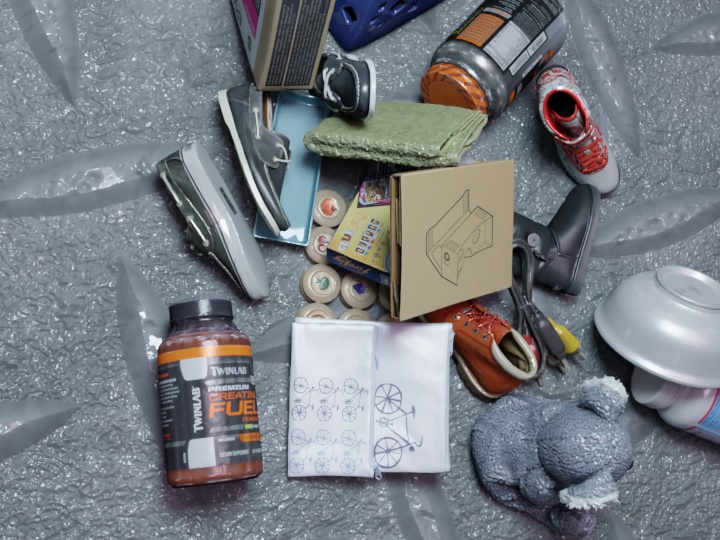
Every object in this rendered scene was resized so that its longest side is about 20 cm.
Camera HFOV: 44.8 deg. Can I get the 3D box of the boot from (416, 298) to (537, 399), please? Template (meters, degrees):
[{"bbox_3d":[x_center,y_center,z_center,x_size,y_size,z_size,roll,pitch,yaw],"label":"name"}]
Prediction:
[{"bbox_3d":[0.141,0.063,1.084,0.075,0.107,0.200,-37,90,-27],"label":"boot"}]

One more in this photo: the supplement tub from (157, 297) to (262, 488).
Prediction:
[{"bbox_3d":[-0.169,0.134,0.966,0.107,0.107,0.200,-4,79,-19],"label":"supplement tub"}]

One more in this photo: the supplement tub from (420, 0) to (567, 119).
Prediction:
[{"bbox_3d":[0.177,-0.287,1.170,0.123,0.123,0.200,45,69,-4],"label":"supplement tub"}]

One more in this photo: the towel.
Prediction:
[{"bbox_3d":[0.044,-0.167,1.062,0.200,0.037,0.148,9,31,23],"label":"towel"}]

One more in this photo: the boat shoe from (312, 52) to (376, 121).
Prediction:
[{"bbox_3d":[-0.025,-0.226,1.063,0.060,0.200,0.076,1,106,-13],"label":"boat shoe"}]

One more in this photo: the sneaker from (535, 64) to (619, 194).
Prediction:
[{"bbox_3d":[0.291,-0.172,1.168,0.067,0.108,0.202,-24,110,19],"label":"sneaker"}]

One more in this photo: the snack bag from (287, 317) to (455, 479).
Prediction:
[{"bbox_3d":[0.014,0.152,1.038,0.200,0.021,0.189,3,81,-4],"label":"snack bag"}]

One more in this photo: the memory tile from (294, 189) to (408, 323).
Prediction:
[{"bbox_3d":[0.000,0.000,1.102,0.153,0.017,0.200,9,74,-16],"label":"memory tile"}]

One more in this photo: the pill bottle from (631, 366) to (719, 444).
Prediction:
[{"bbox_3d":[0.471,0.171,1.170,0.200,0.109,0.109,22,72,-13],"label":"pill bottle"}]

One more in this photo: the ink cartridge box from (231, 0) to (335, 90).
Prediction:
[{"bbox_3d":[-0.099,-0.341,1.038,0.075,0.165,0.200,-7,59,-21],"label":"ink cartridge box"}]

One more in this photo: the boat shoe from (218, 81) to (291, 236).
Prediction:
[{"bbox_3d":[-0.114,-0.139,1.048,0.068,0.072,0.200,-17,72,-2],"label":"boat shoe"}]

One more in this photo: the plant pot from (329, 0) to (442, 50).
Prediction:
[{"bbox_3d":[0.029,-0.439,1.126,0.200,0.180,0.200,-34,89,-23],"label":"plant pot"}]

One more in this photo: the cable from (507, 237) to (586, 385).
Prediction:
[{"bbox_3d":[0.214,0.059,1.134,0.097,0.050,0.200,-30,96,-6],"label":"cable"}]

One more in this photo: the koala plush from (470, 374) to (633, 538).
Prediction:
[{"bbox_3d":[0.245,0.215,1.035,0.184,0.200,0.178,21,72,-13],"label":"koala plush"}]

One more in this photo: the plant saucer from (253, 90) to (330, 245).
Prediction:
[{"bbox_3d":[-0.085,-0.128,1.097,0.070,0.019,0.200,10,73,-7],"label":"plant saucer"}]

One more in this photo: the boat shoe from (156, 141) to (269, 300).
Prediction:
[{"bbox_3d":[-0.174,-0.050,1.035,0.064,0.071,0.200,-25,95,10],"label":"boat shoe"}]

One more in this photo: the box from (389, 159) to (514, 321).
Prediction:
[{"bbox_3d":[0.111,-0.040,1.019,0.200,0.021,0.164,-13,108,-42],"label":"box"}]

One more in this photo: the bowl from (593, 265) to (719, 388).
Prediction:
[{"bbox_3d":[0.413,0.055,1.128,0.201,0.201,0.090,4,121,-18],"label":"bowl"}]

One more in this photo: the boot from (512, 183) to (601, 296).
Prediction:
[{"bbox_3d":[0.213,-0.068,1.169,0.200,0.066,0.165,17,71,-9],"label":"boot"}]

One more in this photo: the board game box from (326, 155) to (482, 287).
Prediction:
[{"bbox_3d":[0.061,-0.073,1.088,0.135,0.035,0.200,23,64,11],"label":"board game box"}]
